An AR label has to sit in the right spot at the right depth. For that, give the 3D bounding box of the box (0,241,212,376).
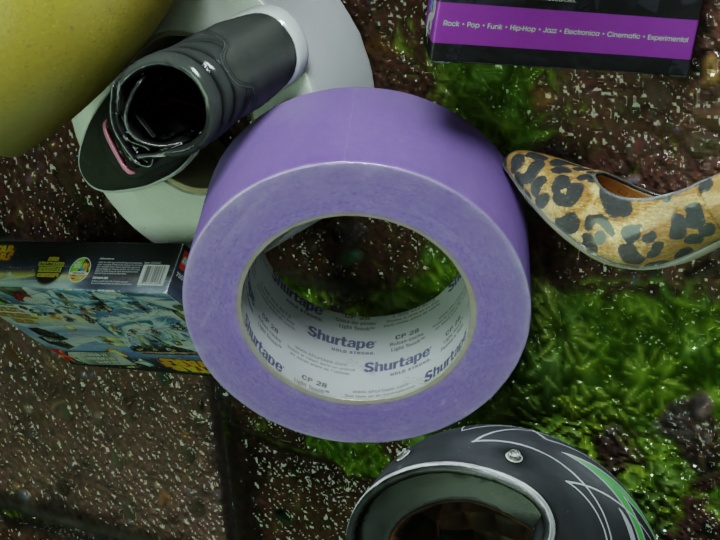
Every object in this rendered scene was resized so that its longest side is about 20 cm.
[{"bbox_3d":[-0.165,0.027,1.010,0.199,0.040,0.137,2,153,33],"label":"box"}]

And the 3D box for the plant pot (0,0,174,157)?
[{"bbox_3d":[-0.178,-0.184,0.817,0.141,0.200,0.201,-24,96,8],"label":"plant pot"}]

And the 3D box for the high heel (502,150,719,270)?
[{"bbox_3d":[0.181,-0.061,0.779,0.199,0.071,0.143,30,114,21],"label":"high heel"}]

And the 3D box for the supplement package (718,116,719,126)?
[{"bbox_3d":[0.295,-0.092,0.605,0.200,0.147,0.192,36,111,16],"label":"supplement package"}]

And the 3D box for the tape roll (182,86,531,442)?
[{"bbox_3d":[0.000,0.000,0.853,0.199,0.085,0.201,3,126,4],"label":"tape roll"}]

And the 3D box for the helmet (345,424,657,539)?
[{"bbox_3d":[0.089,0.191,0.863,0.199,0.192,0.200,-1,144,-1],"label":"helmet"}]

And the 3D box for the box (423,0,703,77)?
[{"bbox_3d":[0.114,-0.200,0.728,0.142,0.036,0.201,3,118,-9],"label":"box"}]

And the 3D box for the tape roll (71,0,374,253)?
[{"bbox_3d":[-0.092,-0.110,0.931,0.202,0.071,0.204,14,118,29],"label":"tape roll"}]

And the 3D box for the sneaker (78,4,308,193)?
[{"bbox_3d":[-0.128,-0.089,0.857,0.200,0.099,0.071,-26,96,40],"label":"sneaker"}]
